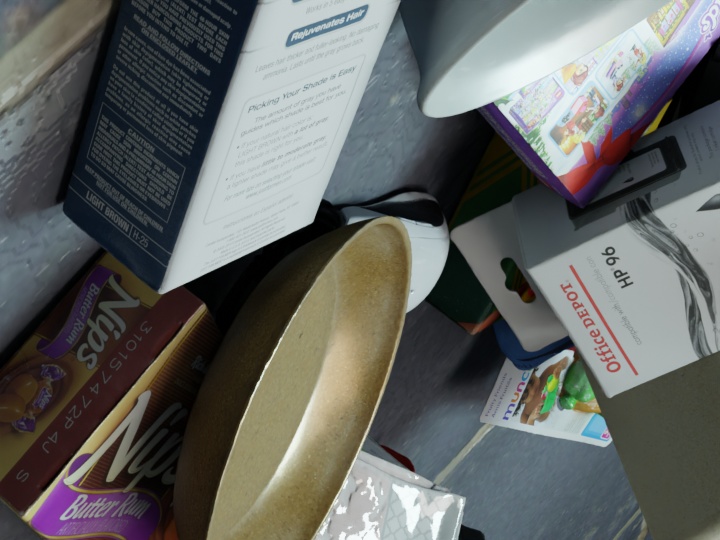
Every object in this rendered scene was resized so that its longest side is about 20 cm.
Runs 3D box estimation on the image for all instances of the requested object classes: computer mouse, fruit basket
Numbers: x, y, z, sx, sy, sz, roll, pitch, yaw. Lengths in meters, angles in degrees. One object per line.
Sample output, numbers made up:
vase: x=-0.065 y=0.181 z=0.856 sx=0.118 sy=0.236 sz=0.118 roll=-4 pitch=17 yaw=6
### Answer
computer mouse: x=0.000 y=0.000 z=0.953 sx=0.200 sy=0.044 sz=0.110 roll=-15 pitch=137 yaw=-59
fruit basket: x=0.180 y=0.041 z=1.331 sx=0.200 sy=0.093 sz=0.186 roll=16 pitch=100 yaw=-59

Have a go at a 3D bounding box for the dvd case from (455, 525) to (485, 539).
dvd case: x=0.028 y=0.270 z=1.067 sx=0.151 sy=0.025 sz=0.201 roll=-97 pitch=-151 yaw=-56

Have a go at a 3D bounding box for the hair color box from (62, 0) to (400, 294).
hair color box: x=-0.037 y=-0.097 z=0.687 sx=0.100 sy=0.060 sz=0.201 roll=-28 pitch=149 yaw=-49

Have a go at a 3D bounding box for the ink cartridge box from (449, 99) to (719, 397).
ink cartridge box: x=0.162 y=-0.007 z=1.016 sx=0.199 sy=0.068 sz=0.116 roll=-25 pitch=127 yaw=16

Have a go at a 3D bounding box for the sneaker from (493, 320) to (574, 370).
sneaker: x=0.174 y=-0.003 z=1.238 sx=0.199 sy=0.066 sz=0.079 roll=-32 pitch=135 yaw=-14

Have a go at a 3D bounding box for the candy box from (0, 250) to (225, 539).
candy box: x=-0.106 y=0.079 z=0.838 sx=0.117 sy=0.056 sz=0.200 roll=-49 pitch=161 yaw=-14

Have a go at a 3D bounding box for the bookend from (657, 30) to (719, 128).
bookend: x=0.238 y=-0.096 z=1.115 sx=0.201 sy=0.091 sz=0.200 roll=-69 pitch=175 yaw=-50

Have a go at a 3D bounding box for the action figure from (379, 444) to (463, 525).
action figure: x=0.044 y=0.194 z=1.303 sx=0.065 sy=0.099 sz=0.200 roll=-48 pitch=162 yaw=-9

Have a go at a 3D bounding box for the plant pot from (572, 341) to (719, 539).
plant pot: x=0.260 y=0.078 z=1.134 sx=0.176 sy=0.201 sz=0.200 roll=-28 pitch=149 yaw=16

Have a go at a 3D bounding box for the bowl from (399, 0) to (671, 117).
bowl: x=0.089 y=-0.156 z=0.777 sx=0.200 sy=0.091 sz=0.201 roll=-31 pitch=174 yaw=-4

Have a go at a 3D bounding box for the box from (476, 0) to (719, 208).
box: x=0.136 y=-0.147 z=0.946 sx=0.200 sy=0.039 sz=0.137 roll=-51 pitch=138 yaw=-3

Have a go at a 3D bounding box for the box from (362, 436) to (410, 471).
box: x=-0.052 y=0.198 z=1.086 sx=0.200 sy=0.101 sz=0.113 roll=-39 pitch=156 yaw=-32

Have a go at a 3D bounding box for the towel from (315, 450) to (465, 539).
towel: x=-0.033 y=0.190 z=0.989 sx=0.190 sy=0.032 sz=0.202 roll=23 pitch=76 yaw=-37

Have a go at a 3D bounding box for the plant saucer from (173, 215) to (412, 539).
plant saucer: x=-0.035 y=0.063 z=0.842 sx=0.201 sy=0.035 sz=0.201 roll=-57 pitch=161 yaw=-32

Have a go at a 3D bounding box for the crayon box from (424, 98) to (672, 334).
crayon box: x=0.120 y=-0.066 z=1.094 sx=0.127 sy=0.051 sz=0.201 roll=-23 pitch=144 yaw=-52
